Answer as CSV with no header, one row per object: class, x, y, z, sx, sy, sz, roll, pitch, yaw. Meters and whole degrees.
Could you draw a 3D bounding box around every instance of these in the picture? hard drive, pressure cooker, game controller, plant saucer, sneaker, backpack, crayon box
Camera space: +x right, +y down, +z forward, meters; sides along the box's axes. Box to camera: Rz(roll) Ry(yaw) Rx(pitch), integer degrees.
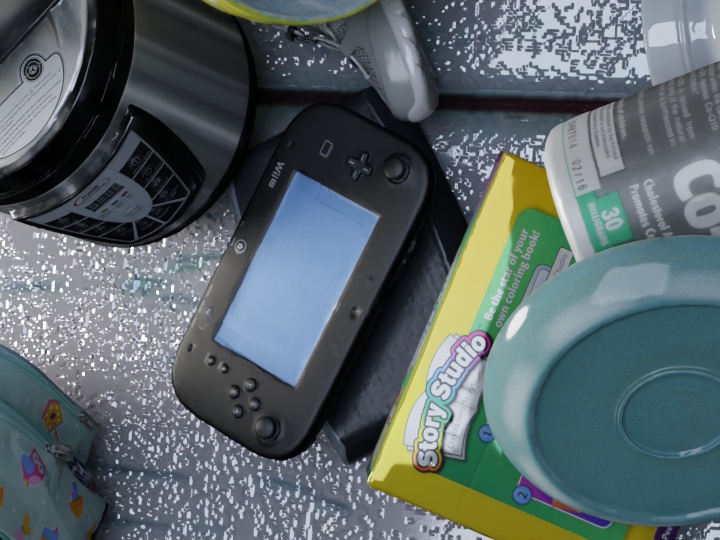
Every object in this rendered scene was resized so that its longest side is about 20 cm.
hard drive,0.000,0.000,1.392,0.134,0.042,0.201,-26,79,15
pressure cooker,-0.179,-0.112,1.362,0.178,0.200,0.177,8,82,34
game controller,-0.034,0.006,1.358,0.104,0.042,0.201,28,94,18
plant saucer,0.163,0.067,1.215,0.199,0.201,0.028,-20,38,16
sneaker,-0.023,-0.157,1.393,0.082,0.075,0.201,-34,64,0
backpack,-0.254,0.120,1.386,0.175,0.200,0.154,4,71,20
crayon box,0.118,0.058,1.316,0.172,0.058,0.201,23,93,1

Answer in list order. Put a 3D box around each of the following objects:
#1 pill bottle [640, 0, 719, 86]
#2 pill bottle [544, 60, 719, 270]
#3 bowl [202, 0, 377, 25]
pill bottle,0.258,-0.138,1.279,0.199,0.112,0.113,-8,84,18
pill bottle,0.204,-0.056,1.203,0.199,0.113,0.114,-22,80,16
bowl,-0.064,-0.231,1.319,0.107,0.199,0.202,-7,82,58
